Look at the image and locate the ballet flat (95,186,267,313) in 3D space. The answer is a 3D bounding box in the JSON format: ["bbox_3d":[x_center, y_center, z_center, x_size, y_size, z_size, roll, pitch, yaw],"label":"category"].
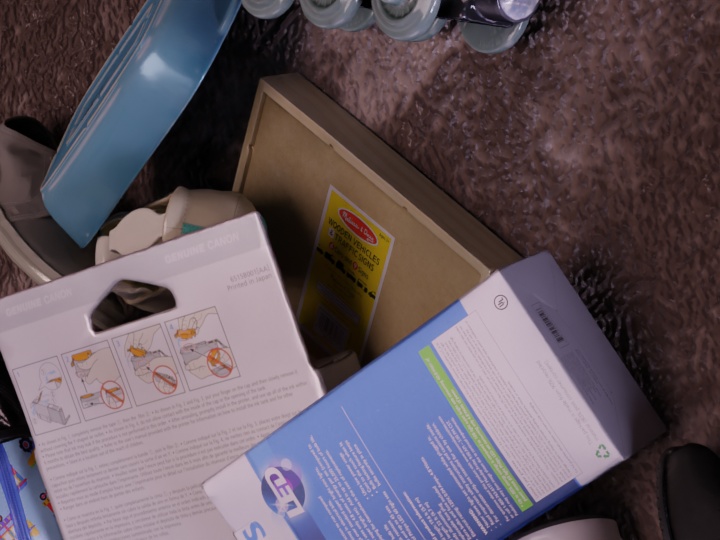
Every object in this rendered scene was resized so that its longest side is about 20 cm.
[{"bbox_3d":[-0.110,-0.014,1.289,0.200,0.069,0.070,161,98,-68],"label":"ballet flat"}]

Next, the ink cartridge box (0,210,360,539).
[{"bbox_3d":[-0.089,0.072,1.237,0.200,0.044,0.174,-17,92,34],"label":"ink cartridge box"}]

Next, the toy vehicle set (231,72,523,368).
[{"bbox_3d":[0.000,0.000,1.223,0.200,0.026,0.124,42,128,39],"label":"toy vehicle set"}]

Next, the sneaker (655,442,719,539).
[{"bbox_3d":[0.188,0.146,0.991,0.088,0.074,0.200,-31,50,15],"label":"sneaker"}]

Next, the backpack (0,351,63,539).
[{"bbox_3d":[-0.200,0.134,1.376,0.183,0.134,0.200,86,162,-68],"label":"backpack"}]

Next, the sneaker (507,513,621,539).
[{"bbox_3d":[0.072,0.211,1.137,0.200,0.084,0.121,-45,53,44],"label":"sneaker"}]

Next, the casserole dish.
[{"bbox_3d":[-0.121,-0.098,1.290,0.200,0.039,0.121,-50,16,44],"label":"casserole dish"}]

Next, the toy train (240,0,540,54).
[{"bbox_3d":[0.013,-0.169,1.135,0.200,0.085,0.114,15,99,49],"label":"toy train"}]

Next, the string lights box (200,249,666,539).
[{"bbox_3d":[0.031,0.088,1.113,0.200,0.059,0.103,-36,83,29],"label":"string lights box"}]

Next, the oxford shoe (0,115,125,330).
[{"bbox_3d":[-0.181,-0.033,1.389,0.058,0.075,0.200,-44,40,5],"label":"oxford shoe"}]
